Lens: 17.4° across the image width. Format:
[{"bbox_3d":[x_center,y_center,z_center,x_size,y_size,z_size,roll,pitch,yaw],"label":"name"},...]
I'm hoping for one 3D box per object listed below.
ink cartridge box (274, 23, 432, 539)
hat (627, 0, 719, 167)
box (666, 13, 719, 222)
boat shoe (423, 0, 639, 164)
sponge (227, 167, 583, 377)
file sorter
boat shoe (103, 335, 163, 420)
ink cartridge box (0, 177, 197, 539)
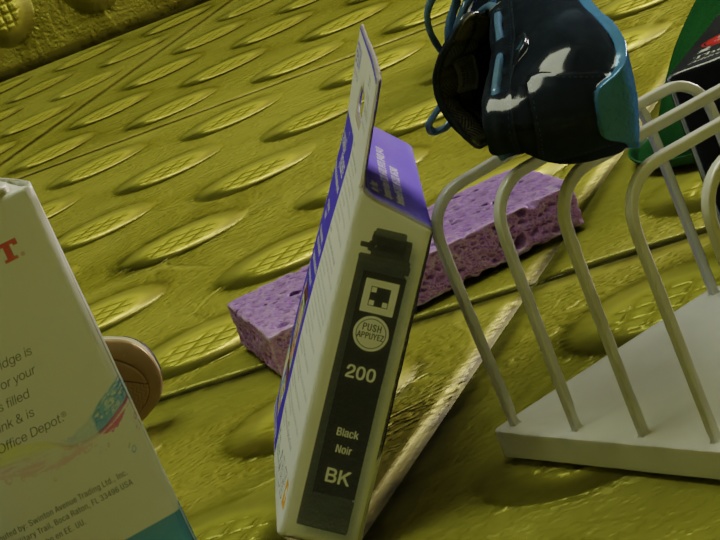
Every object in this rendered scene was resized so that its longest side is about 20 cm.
[{"bbox_3d":[0.000,0.000,1.061,0.043,0.201,0.198,11,12,-4],"label":"ink cartridge box"},{"bbox_3d":[0.221,-0.181,1.395,0.199,0.177,0.166,-25,13,-7],"label":"hat"},{"bbox_3d":[0.263,-0.093,1.109,0.199,0.105,0.182,-19,8,19],"label":"box"},{"bbox_3d":[0.059,-0.088,0.958,0.068,0.085,0.200,-12,8,-4],"label":"boat shoe"},{"bbox_3d":[0.025,-0.003,1.369,0.199,0.030,0.112,-26,13,-11],"label":"sponge"},{"bbox_3d":[0.141,-0.005,0.956,0.138,0.125,0.200,-30,14,-27],"label":"file sorter"},{"bbox_3d":[-0.201,0.083,1.337,0.199,0.072,0.065,-27,16,13],"label":"boat shoe"},{"bbox_3d":[-0.171,0.078,1.002,0.144,0.201,0.085,-27,13,-15],"label":"ink cartridge box"}]
